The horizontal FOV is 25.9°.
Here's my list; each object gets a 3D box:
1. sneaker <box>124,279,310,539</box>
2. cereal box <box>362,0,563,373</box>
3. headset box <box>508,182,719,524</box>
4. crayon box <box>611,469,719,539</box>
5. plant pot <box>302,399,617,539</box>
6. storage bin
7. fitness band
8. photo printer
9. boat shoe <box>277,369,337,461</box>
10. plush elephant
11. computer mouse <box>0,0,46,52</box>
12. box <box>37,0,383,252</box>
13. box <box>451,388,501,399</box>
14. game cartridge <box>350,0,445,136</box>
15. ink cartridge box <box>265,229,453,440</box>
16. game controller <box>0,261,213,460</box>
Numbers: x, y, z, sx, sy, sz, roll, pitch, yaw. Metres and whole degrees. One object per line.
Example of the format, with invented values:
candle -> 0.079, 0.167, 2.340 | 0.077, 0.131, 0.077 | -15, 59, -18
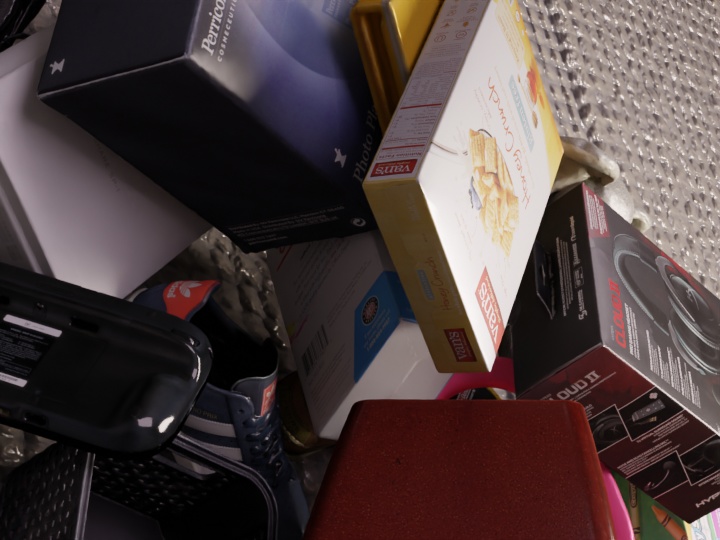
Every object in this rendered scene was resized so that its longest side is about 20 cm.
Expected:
sneaker -> -0.073, 0.092, 0.979 | 0.201, 0.084, 0.075 | 57, 33, -21
cereal box -> 0.066, -0.060, 0.917 | 0.201, 0.039, 0.145 | -68, 145, -42
headset box -> 0.176, 0.051, 1.038 | 0.199, 0.077, 0.150 | 37, 34, -29
crayon box -> 0.237, 0.159, 1.153 | 0.118, 0.058, 0.202 | 22, 48, -40
plant pot -> 0.065, 0.177, 0.913 | 0.200, 0.197, 0.179 | 61, 29, -67
storage bin -> -0.128, 0.195, 0.851 | 0.135, 0.093, 0.202 | 30, 44, -32
fitness band -> 0.097, 0.155, 1.029 | 0.037, 0.142, 0.202 | 73, -6, -77
photo printer -> -0.164, -0.071, 0.974 | 0.200, 0.069, 0.168 | -42, 117, -47
boat shoe -> 0.004, 0.083, 1.104 | 0.199, 0.068, 0.072 | -28, 86, -54
plush elephant -> 0.145, -0.015, 1.175 | 0.164, 0.153, 0.202 | 28, 49, -52
computer mouse -> -0.177, -0.125, 1.057 | 0.199, 0.044, 0.111 | 27, 67, -41
box -> -0.067, -0.148, 0.945 | 0.198, 0.122, 0.202 | 36, 54, -45
box -> 0.083, 0.185, 1.142 | 0.160, 0.049, 0.201 | 50, 37, -15
game cartridge -> 0.059, -0.127, 0.994 | 0.201, 0.032, 0.178 | -59, 139, -53
ink cartridge box -> 0.000, 0.000, 1.028 | 0.067, 0.116, 0.201 | 11, 41, -30
game controller -> -0.183, 0.043, 0.857 | 0.198, 0.042, 0.105 | 16, 47, 9
